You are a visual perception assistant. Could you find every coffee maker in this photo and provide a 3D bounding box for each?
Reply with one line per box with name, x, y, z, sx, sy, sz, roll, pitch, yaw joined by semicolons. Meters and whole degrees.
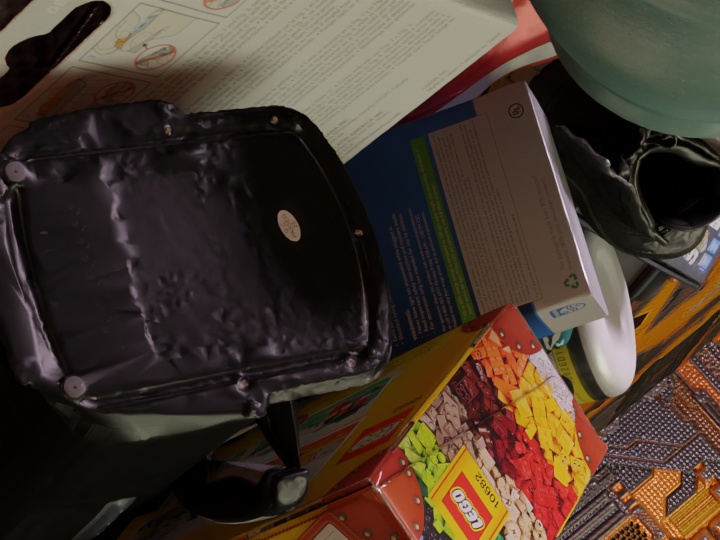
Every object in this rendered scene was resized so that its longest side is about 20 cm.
coffee maker;-0.115;0.027;0.632;0.191;0.135;0.200;15;151;-22

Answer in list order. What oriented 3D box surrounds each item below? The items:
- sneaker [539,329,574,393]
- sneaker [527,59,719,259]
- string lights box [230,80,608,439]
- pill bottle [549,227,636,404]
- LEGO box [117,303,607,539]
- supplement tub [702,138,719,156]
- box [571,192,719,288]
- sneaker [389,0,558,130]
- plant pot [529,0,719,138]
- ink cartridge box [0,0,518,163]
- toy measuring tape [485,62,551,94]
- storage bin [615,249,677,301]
sneaker;0.076;-0.001;0.925;0.072;0.079;0.201;-78;163;-51
sneaker;0.145;-0.041;0.852;0.060;0.104;0.200;-49;135;2
string lights box;0.000;0.000;0.775;0.199;0.103;0.059;-19;164;12
pill bottle;0.061;0.040;1.052;0.199;0.113;0.112;-13;174;20
LEGO box;-0.018;0.111;0.694;0.200;0.077;0.149;-28;-170;35
supplement tub;0.198;-0.163;0.830;0.200;0.132;0.132;-55;164;5
box;0.192;-0.103;0.973;0.157;0.051;0.201;25;97;-48
sneaker;0.053;-0.126;0.747;0.200;0.078;0.115;-45;166;8
plant pot;0.140;-0.137;0.667;0.200;0.200;0.134;-34;158;-24
ink cartridge box;-0.060;-0.082;0.629;0.162;0.057;0.199;-36;149;31
toy measuring tape;0.109;-0.106;0.981;0.073;0.074;0.201;-29;150;-39
storage bin;0.155;-0.052;1.119;0.134;0.146;0.200;-16;153;-36
